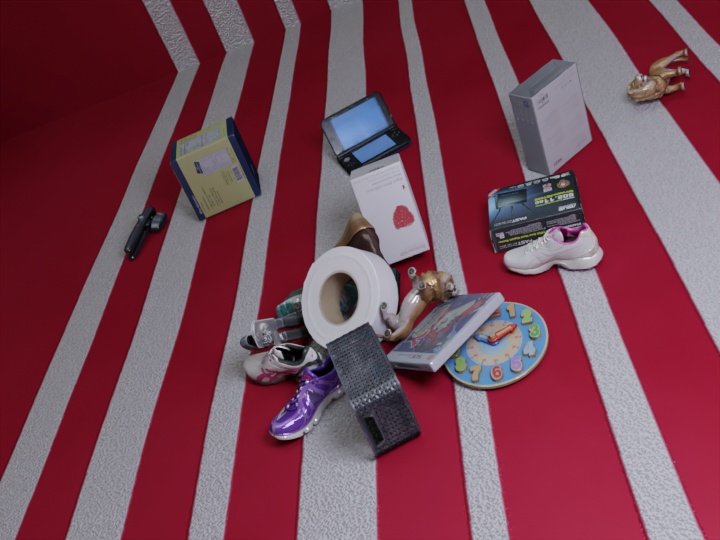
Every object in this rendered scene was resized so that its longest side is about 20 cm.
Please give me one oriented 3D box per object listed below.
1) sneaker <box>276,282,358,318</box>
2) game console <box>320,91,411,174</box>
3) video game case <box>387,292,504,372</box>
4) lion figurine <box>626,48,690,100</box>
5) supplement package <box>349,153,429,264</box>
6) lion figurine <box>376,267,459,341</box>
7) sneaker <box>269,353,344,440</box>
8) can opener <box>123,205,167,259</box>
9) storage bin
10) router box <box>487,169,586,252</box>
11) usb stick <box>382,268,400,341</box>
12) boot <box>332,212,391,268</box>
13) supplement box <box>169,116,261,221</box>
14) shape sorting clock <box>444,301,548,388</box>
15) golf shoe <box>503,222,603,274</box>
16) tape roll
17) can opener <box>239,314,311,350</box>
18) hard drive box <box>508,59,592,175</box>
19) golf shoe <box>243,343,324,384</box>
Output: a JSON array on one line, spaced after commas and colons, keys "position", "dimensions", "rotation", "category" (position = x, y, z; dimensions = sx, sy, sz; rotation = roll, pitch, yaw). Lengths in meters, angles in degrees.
[{"position": [-0.089, 0.053, 1.773], "dimensions": [0.195, 0.079, 0.092], "rotation": [-13, 27, 22], "category": "sneaker"}, {"position": [0.014, -0.379, 2.256], "dimensions": [0.197, 0.120, 0.171], "rotation": [-29, 33, -6], "category": "game console"}, {"position": [0.151, 0.112, 1.523], "dimensions": [0.199, 0.023, 0.181], "rotation": [-42, 14, -23], "category": "video game case"}, {"position": [0.715, -0.463, 1.957], "dimensions": [0.120, 0.074, 0.200], "rotation": [-8, 22, 36], "category": "lion figurine"}, {"position": [0.064, -0.132, 1.788], "dimensions": [0.119, 0.204, 0.120], "rotation": [-20, 15, 6], "category": "supplement package"}, {"position": [0.100, 0.072, 1.571], "dimensions": [0.200, 0.122, 0.072], "rotation": [-46, 60, 0], "category": "lion figurine"}, {"position": [-0.103, 0.230, 1.533], "dimensions": [0.080, 0.085, 0.200], "rotation": [15, 52, 45], "category": "sneaker"}, {"position": [-0.631, -0.114, 2.366], "dimensions": [0.077, 0.064, 0.202], "rotation": [-6, 38, 25], "category": "can opener"}, {"position": [0.021, 0.204, 1.436], "dimensions": [0.092, 0.137, 0.201], "rotation": [-26, 33, -3], "category": "storage bin"}, {"position": [0.367, -0.126, 1.728], "dimensions": [0.195, 0.063, 0.152], "rotation": [-14, 36, 17], "category": "router box"}, {"position": [0.056, 0.068, 1.694], "dimensions": [0.054, 0.033, 0.202], "rotation": [-18, 35, 17], "category": "usb stick"}, {"position": [0.000, 0.000, 1.737], "dimensions": [0.071, 0.203, 0.168], "rotation": [-9, 50, -23], "category": "boot"}, {"position": [-0.412, -0.289, 2.336], "dimensions": [0.196, 0.203, 0.135], "rotation": [-22, 32, 2], "category": "supplement box"}, {"position": [0.242, 0.130, 1.483], "dimensions": [0.195, 0.040, 0.202], "rotation": [-18, 34, 12], "category": "shape sorting clock"}, {"position": [0.368, -0.047, 1.597], "dimensions": [0.195, 0.093, 0.076], "rotation": [-8, 38, 27], "category": "golf shoe"}, {"position": [-0.024, 0.057, 1.623], "dimensions": [0.199, 0.070, 0.208], "rotation": [-7, 79, 37], "category": "tape roll"}, {"position": [-0.171, 0.125, 1.659], "dimensions": [0.066, 0.055, 0.199], "rotation": [-19, -7, 26], "category": "can opener"}, {"position": [0.434, -0.347, 1.861], "dimensions": [0.155, 0.203, 0.076], "rotation": [-37, 34, -20], "category": "hard drive box"}, {"position": [-0.159, 0.176, 1.635], "dimensions": [0.196, 0.093, 0.073], "rotation": [-5, 42, 31], "category": "golf shoe"}]
